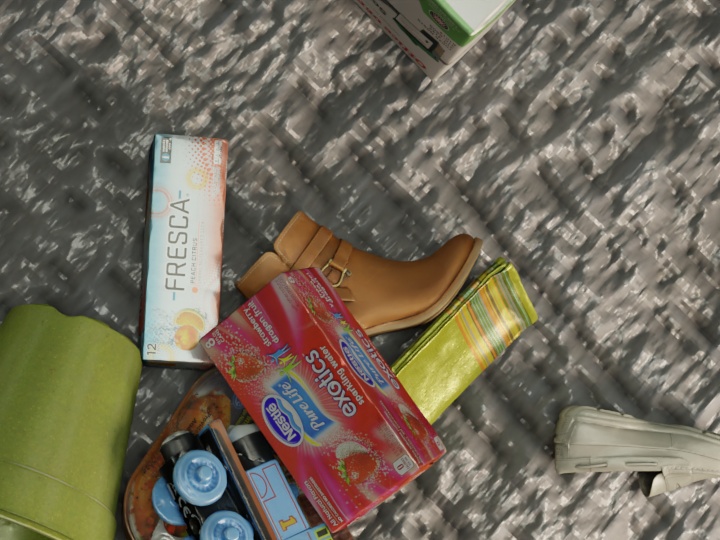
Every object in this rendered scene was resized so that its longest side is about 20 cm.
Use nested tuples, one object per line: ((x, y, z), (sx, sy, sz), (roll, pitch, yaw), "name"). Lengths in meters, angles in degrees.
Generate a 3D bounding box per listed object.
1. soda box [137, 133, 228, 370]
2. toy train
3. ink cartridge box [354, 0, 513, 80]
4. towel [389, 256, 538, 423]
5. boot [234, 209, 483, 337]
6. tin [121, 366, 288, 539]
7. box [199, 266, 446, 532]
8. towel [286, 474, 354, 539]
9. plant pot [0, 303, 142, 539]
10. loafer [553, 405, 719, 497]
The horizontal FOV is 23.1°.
((-0.157, -0.015, 1.547), (0.068, 0.064, 0.202), (4, 81, -11), "soda box")
((-0.091, 0.216, 1.451), (0.114, 0.087, 0.201), (-19, 76, -33), "toy train")
((0.058, -0.260, 1.549), (0.084, 0.200, 0.146), (-44, 91, -9), "ink cartridge box")
((0.078, 0.083, 1.575), (0.200, 0.018, 0.086), (-45, 131, -12), "towel")
((0.000, 0.000, 1.570), (0.155, 0.074, 0.200), (44, 75, 2), "boot")
((-0.126, 0.172, 1.520), (0.112, 0.042, 0.201), (33, 64, 3), "tin")
((-0.030, 0.106, 1.481), (0.099, 0.095, 0.201), (-38, 82, 17), "box")
((-0.099, 0.264, 1.513), (0.199, 0.022, 0.147), (-24, 62, -11), "towel")
((-0.266, 0.138, 1.461), (0.199, 0.200, 0.191), (21, 67, -7), "plant pot")
((0.271, 0.172, 1.598), (0.198, 0.070, 0.070), (11, 86, 0), "loafer")
